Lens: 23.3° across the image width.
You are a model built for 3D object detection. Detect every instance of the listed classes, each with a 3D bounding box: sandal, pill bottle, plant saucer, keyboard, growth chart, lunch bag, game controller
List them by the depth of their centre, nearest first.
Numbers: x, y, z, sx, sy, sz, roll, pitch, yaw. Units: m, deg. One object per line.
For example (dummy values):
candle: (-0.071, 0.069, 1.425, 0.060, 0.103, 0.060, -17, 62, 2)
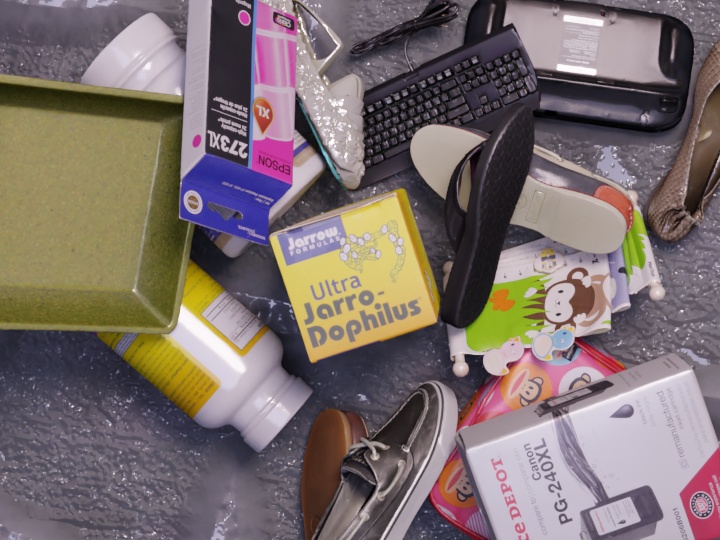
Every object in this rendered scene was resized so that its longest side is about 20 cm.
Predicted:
plant saucer: (-0.229, -0.053, 1.398, 0.200, 0.048, 0.200, 3, 103, -34)
sandal: (0.093, -0.047, 1.443, 0.048, 0.075, 0.200, 26, 115, 25)
pill bottle: (-0.138, -0.120, 1.499, 0.120, 0.120, 0.200, -45, 90, 5)
growth chart: (0.162, 0.015, 1.500, 0.200, 0.145, 0.018, -20, 136, 5)
keyboard: (0.048, -0.161, 1.511, 0.200, 0.021, 0.127, -24, 93, 19)
pill bottle: (-0.140, 0.066, 1.519, 0.200, 0.104, 0.104, 42, 95, 0)
game controller: (0.188, -0.182, 1.522, 0.200, 0.042, 0.104, 9, 80, 2)
lunch bag: (0.170, 0.161, 1.525, 0.176, 0.082, 0.200, 33, 94, -4)

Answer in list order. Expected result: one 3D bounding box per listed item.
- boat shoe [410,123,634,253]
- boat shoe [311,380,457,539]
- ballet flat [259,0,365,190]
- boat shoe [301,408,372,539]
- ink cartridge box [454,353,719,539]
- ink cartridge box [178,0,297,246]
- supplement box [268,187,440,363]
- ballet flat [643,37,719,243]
boat shoe: (0.139, -0.077, 1.493, 0.200, 0.063, 0.071, 23, 125, 6)
boat shoe: (0.019, 0.174, 1.484, 0.064, 0.071, 0.200, 38, 66, -29)
ballet flat: (-0.036, -0.167, 1.497, 0.072, 0.072, 0.200, -31, 77, 5)
boat shoe: (-0.011, 0.223, 1.546, 0.070, 0.070, 0.200, 7, 85, -34)
ink cartridge box: (0.195, 0.173, 1.443, 0.200, 0.083, 0.145, -20, 97, 1)
ink cartridge box: (-0.098, -0.127, 1.412, 0.037, 0.095, 0.200, -15, 66, 44)
supplement box: (0.000, 0.000, 1.459, 0.109, 0.200, 0.110, -18, 92, 5)
ballet flat: (0.304, -0.115, 1.502, 0.067, 0.046, 0.200, 22, 97, -24)
